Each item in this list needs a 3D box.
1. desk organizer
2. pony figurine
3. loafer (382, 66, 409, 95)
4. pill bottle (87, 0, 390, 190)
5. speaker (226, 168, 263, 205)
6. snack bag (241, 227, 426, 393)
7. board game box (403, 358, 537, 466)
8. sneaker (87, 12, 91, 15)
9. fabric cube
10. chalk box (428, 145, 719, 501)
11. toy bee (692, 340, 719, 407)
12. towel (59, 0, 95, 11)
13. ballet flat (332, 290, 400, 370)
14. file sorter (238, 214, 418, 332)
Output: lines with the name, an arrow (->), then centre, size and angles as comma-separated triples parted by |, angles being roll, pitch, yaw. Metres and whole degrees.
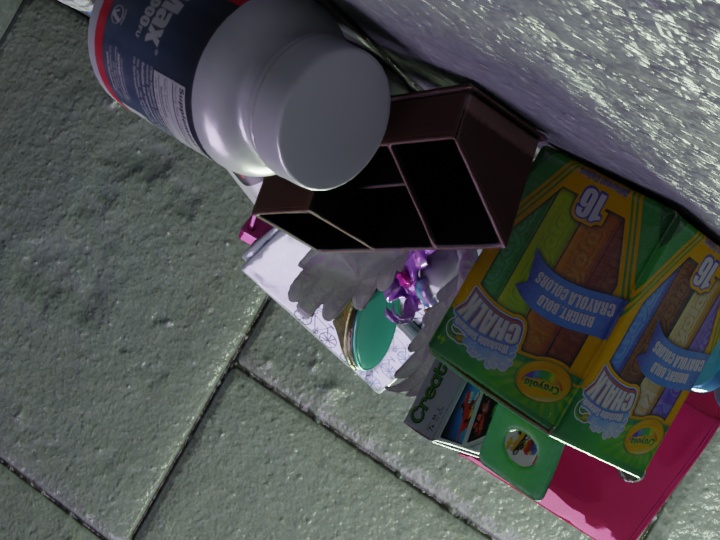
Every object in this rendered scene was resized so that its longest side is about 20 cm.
desk organizer -> 0.019, -0.061, 1.005 | 0.071, 0.078, 0.199 | 29, 162, -34
pony figurine -> 0.064, -0.006, 1.177 | 0.166, 0.194, 0.200 | 35, -176, 33
loafer -> 0.011, -0.110, 1.176 | 0.075, 0.070, 0.200 | 31, -179, 27
pill bottle -> -0.076, -0.129, 0.993 | 0.199, 0.120, 0.119 | 31, -179, 42
speaker -> -0.108, -0.143, 1.307 | 0.201, 0.081, 0.081 | 53, 172, -24
snack bag -> 0.004, 0.011, 1.403 | 0.188, 0.021, 0.200 | 44, 137, -8
board game box -> 0.121, 0.038, 1.103 | 0.034, 0.202, 0.126 | 29, -176, 42
sneaker -> -0.186, -0.243, 1.391 | 0.199, 0.066, 0.078 | 30, 170, 0
fabric cube -> 0.247, 0.128, 1.595 | 0.198, 0.197, 0.200 | 32, -152, 3
chalk box -> 0.138, 0.047, 1.003 | 0.124, 0.201, 0.123 | 31, -179, 42
toy bee -> 0.285, 0.060, 1.089 | 0.130, 0.109, 0.201 | 16, -142, -52
towel -> -0.278, -0.277, 1.151 | 0.165, 0.086, 0.199 | 27, -178, -43
ballet flat -> 0.000, 0.000, 1.342 | 0.070, 0.071, 0.201 | 31, 140, 24
file sorter -> 0.014, -0.063, 1.449 | 0.199, 0.139, 0.126 | 30, 139, 7
